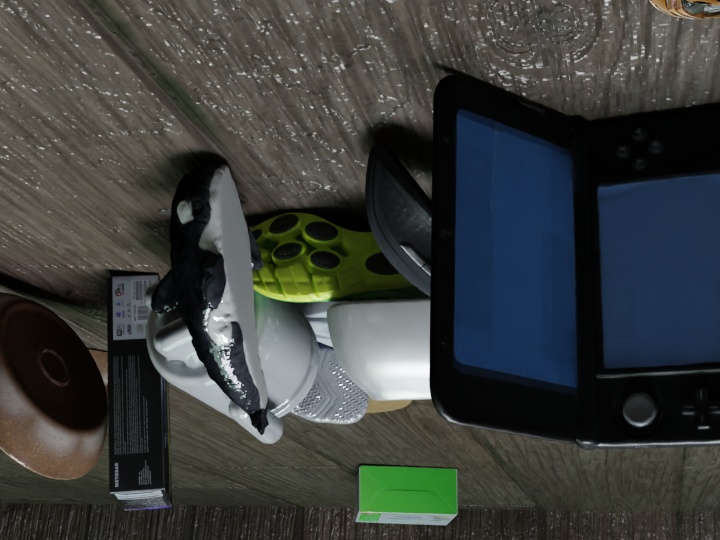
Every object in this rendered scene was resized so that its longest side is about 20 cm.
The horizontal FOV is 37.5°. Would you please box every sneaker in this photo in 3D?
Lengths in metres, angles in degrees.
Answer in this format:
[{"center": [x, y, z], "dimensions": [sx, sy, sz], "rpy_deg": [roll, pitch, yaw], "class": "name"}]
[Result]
[{"center": [0.000, 0.000, 0.840], "dimensions": [0.197, 0.075, 0.084], "rpy_deg": [1, 158, 5], "class": "sneaker"}, {"center": [-0.073, 0.106, 1.127], "dimensions": [0.198, 0.076, 0.114], "rpy_deg": [22, 174, 16], "class": "sneaker"}]

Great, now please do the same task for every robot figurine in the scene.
[{"center": [-0.105, 0.063, 0.906], "dimensions": [0.112, 0.171, 0.200], "rpy_deg": [-22, 152, 12], "class": "robot figurine"}]

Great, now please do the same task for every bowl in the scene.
[{"center": [0.073, 0.065, 0.853], "dimensions": [0.197, 0.076, 0.200], "rpy_deg": [-3, 174, -2], "class": "bowl"}]

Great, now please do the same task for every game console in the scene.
[{"center": [0.138, -0.010, 0.590], "dimensions": [0.174, 0.203, 0.116], "rpy_deg": [-5, 161, 22], "class": "game console"}]

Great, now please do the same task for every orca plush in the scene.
[{"center": [-0.114, 0.022, 0.777], "dimensions": [0.070, 0.106, 0.202], "rpy_deg": [-3, 125, 14], "class": "orca plush"}]

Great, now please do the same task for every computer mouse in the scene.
[{"center": [0.057, 0.012, 0.674], "dimensions": [0.046, 0.201, 0.141], "rpy_deg": [-38, -172, 9], "class": "computer mouse"}]

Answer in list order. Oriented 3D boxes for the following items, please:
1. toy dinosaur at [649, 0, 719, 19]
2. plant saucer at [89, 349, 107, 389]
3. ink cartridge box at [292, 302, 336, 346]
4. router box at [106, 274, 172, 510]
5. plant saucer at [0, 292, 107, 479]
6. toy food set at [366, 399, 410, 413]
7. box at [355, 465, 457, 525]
[{"center": [0.142, -0.143, 0.418], "dimensions": [0.198, 0.104, 0.135], "rpy_deg": [-10, -178, -21], "class": "toy dinosaur"}, {"center": [-0.373, 0.137, 1.360], "dimensions": [0.197, 0.037, 0.201], "rpy_deg": [3, 161, 1], "class": "plant saucer"}, {"center": [0.004, 0.053, 1.049], "dimensions": [0.198, 0.041, 0.199], "rpy_deg": [-10, 158, 33], "class": "ink cartridge box"}, {"center": [-0.213, 0.123, 1.032], "dimensions": [0.051, 0.203, 0.157], "rpy_deg": [-2, 162, -8], "class": "router box"}, {"center": [-0.302, 0.098, 1.003], "dimensions": [0.036, 0.202, 0.200], "rpy_deg": [-32, 151, 13], "class": "plant saucer"}, {"center": [-0.022, 0.135, 1.286], "dimensions": [0.196, 0.049, 0.199], "rpy_deg": [18, 156, -39], "class": "toy food set"}, {"center": [0.090, 0.458, 2.161], "dimensions": [0.197, 0.098, 0.177], "rpy_deg": [2, 159, -3], "class": "box"}]
